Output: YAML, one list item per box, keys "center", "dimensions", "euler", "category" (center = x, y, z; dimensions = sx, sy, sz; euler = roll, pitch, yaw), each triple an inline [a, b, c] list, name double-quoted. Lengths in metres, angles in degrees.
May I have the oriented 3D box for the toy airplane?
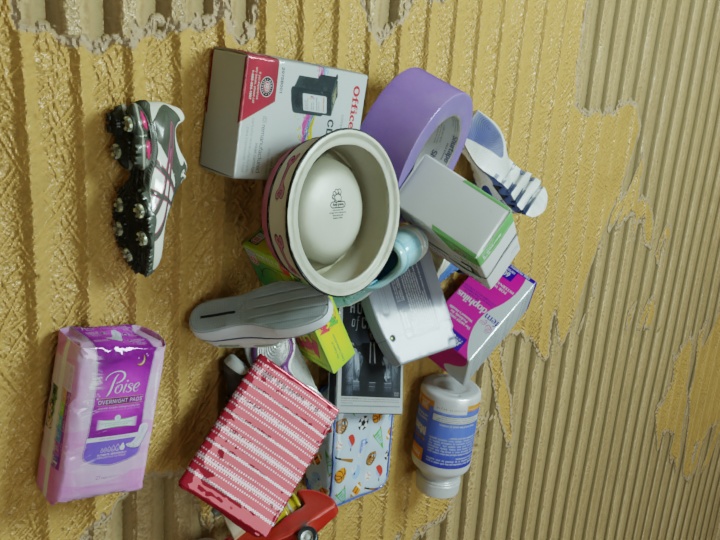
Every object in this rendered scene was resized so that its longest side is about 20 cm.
- center: [-0.155, 0.372, 1.158]
  dimensions: [0.196, 0.143, 0.201]
  euler: [15, 130, -34]
  category: "toy airplane"

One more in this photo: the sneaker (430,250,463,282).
- center: [0.152, -0.008, 1.336]
  dimensions: [0.111, 0.076, 0.202]
  euler: [40, 70, -36]
  category: "sneaker"

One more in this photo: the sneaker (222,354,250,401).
- center: [-0.160, 0.211, 1.118]
  dimensions: [0.081, 0.077, 0.203]
  euler: [-32, 125, -20]
  category: "sneaker"

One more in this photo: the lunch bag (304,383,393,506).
- center: [-0.012, 0.275, 1.289]
  dimensions: [0.158, 0.075, 0.204]
  euler: [-10, 112, -45]
  category: "lunch bag"

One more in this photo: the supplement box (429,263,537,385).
- center: [0.205, 0.082, 1.386]
  dimensions: [0.200, 0.101, 0.104]
  euler: [-46, 159, -22]
  category: "supplement box"

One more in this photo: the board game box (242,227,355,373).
- center: [-0.083, 0.041, 1.103]
  dimensions: [0.047, 0.101, 0.202]
  euler: [-40, 130, -26]
  category: "board game box"

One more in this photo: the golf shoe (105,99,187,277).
- center: [-0.237, -0.093, 0.920]
  dimensions: [0.087, 0.076, 0.204]
  euler: [-17, 118, -47]
  category: "golf shoe"

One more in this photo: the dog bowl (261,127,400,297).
- center: [-0.040, -0.073, 0.985]
  dimensions: [0.198, 0.073, 0.205]
  euler: [-11, 105, -45]
  category: "dog bowl"

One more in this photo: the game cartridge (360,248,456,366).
- center: [0.063, 0.037, 1.221]
  dimensions: [0.131, 0.041, 0.204]
  euler: [-13, 83, -32]
  category: "game cartridge"

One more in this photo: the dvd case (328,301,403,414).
- center: [0.011, 0.118, 1.229]
  dimensions: [0.149, 0.024, 0.205]
  euler: [11, 77, -44]
  category: "dvd case"

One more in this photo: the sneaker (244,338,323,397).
- center: [-0.117, 0.136, 1.138]
  dimensions: [0.074, 0.099, 0.203]
  euler: [-26, 103, -12]
  category: "sneaker"

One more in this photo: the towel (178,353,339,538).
- center: [-0.133, 0.235, 1.058]
  dimensions: [0.144, 0.022, 0.202]
  euler: [36, 75, -16]
  category: "towel"

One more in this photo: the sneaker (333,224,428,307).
- center: [0.000, 0.000, 1.103]
  dimensions: [0.075, 0.199, 0.082]
  euler: [57, 36, 4]
  category: "sneaker"

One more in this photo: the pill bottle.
- center: [0.150, 0.299, 1.431]
  dimensions: [0.111, 0.111, 0.204]
  euler: [-7, 111, -42]
  category: "pill bottle"

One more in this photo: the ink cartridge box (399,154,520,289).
- center: [0.142, -0.062, 1.126]
  dimensions: [0.085, 0.145, 0.200]
  euler: [-53, 160, -3]
  category: "ink cartridge box"

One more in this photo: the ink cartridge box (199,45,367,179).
- center: [-0.094, -0.194, 1.014]
  dimensions: [0.198, 0.082, 0.149]
  euler: [-4, 109, -44]
  category: "ink cartridge box"

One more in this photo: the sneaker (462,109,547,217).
- center: [0.214, -0.161, 1.340]
  dimensions: [0.200, 0.115, 0.081]
  euler: [48, 67, -13]
  category: "sneaker"

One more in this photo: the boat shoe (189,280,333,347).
- center: [-0.122, 0.062, 1.032]
  dimensions: [0.067, 0.196, 0.075]
  euler: [57, 34, -56]
  category: "boat shoe"

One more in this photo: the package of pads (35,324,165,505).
- center: [-0.308, 0.170, 0.950]
  dimensions: [0.119, 0.075, 0.204]
  euler: [2, 105, -48]
  category: "package of pads"

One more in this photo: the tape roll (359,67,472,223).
- center: [0.073, -0.176, 1.132]
  dimensions: [0.200, 0.084, 0.201]
  euler: [-47, 158, -26]
  category: "tape roll"
